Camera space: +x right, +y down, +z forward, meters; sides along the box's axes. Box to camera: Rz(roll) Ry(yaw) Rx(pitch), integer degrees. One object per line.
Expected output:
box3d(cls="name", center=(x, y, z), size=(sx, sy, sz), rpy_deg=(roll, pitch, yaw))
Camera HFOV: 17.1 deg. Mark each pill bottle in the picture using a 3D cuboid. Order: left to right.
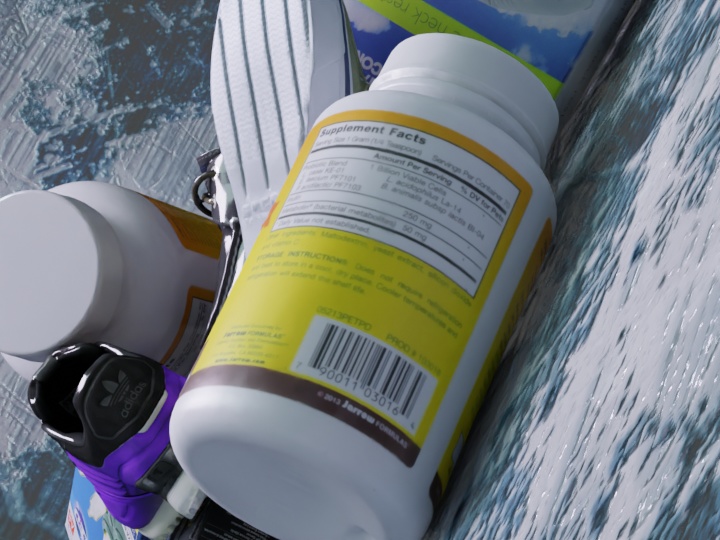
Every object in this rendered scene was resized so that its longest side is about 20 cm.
box3d(cls="pill bottle", center=(-0.127, 0.014, 1.253), size=(0.111, 0.111, 0.200), rpy_deg=(-62, -22, 3))
box3d(cls="pill bottle", center=(0.010, 0.006, 0.953), size=(0.200, 0.109, 0.109), rpy_deg=(-64, 6, -27))

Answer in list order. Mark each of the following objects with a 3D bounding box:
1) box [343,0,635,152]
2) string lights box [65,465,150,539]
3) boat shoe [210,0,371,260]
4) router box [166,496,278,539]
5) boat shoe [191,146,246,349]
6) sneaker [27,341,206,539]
box3d(cls="box", center=(0.056, -0.125, 1.081), size=(0.200, 0.122, 0.048), rpy_deg=(-61, -17, 9))
box3d(cls="string lights box", center=(-0.126, 0.137, 1.426), size=(0.200, 0.059, 0.103), rpy_deg=(108, 144, -52))
box3d(cls="boat shoe", center=(-0.019, -0.049, 1.054), size=(0.072, 0.062, 0.201), rpy_deg=(-9, 85, 44))
box3d(cls="router box", center=(-0.085, 0.179, 1.235), size=(0.150, 0.062, 0.200), rpy_deg=(-66, 7, -32))
box3d(cls="boat shoe", center=(-0.047, -0.047, 1.161), size=(0.070, 0.066, 0.201), rpy_deg=(112, 178, -85))
box3d(cls="sneaker", center=(-0.115, 0.074, 1.169), size=(0.070, 0.099, 0.200), rpy_deg=(-60, 5, -17))
